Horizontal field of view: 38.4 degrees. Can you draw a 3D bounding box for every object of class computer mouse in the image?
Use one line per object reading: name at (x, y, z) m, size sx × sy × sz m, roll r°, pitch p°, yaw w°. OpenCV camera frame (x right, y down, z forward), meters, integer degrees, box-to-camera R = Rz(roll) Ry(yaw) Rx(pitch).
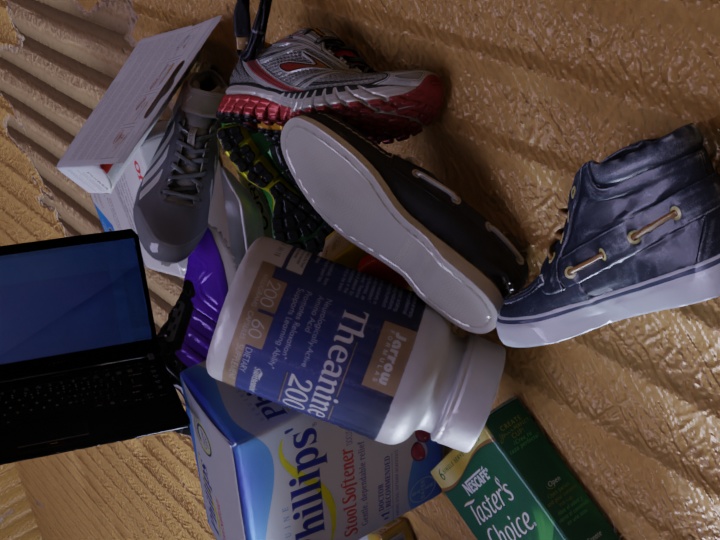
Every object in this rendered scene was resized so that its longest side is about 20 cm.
computer mouse at (-0.094, -0.257, 0.768) m, size 0.058 × 0.034 × 0.201 m, roll -7°, pitch 87°, yaw 55°

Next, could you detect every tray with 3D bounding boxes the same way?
tray at (-0.099, 0.012, 0.948) m, size 0.107 × 0.022 × 0.201 m, roll -128°, pitch 30°, yaw -61°

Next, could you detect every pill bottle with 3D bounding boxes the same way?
pill bottle at (-0.002, 0.059, 0.751) m, size 0.199 × 0.111 × 0.111 m, roll 20°, pitch 142°, yaw 1°

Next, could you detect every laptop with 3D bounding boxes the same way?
laptop at (-0.247, 0.056, 0.837) m, size 0.200 × 0.176 × 0.104 m, roll -135°, pitch 39°, yaw -61°

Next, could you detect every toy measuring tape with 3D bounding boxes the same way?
toy measuring tape at (0.000, 0.000, 0.823) m, size 0.200 × 0.073 × 0.074 m, roll -36°, pitch 81°, yaw 42°

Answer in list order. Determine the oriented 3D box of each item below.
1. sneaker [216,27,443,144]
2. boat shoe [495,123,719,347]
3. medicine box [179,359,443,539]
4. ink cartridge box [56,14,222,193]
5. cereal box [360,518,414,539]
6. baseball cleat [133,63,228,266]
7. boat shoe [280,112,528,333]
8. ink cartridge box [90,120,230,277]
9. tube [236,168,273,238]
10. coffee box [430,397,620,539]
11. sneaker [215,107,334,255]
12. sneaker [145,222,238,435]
sneaker at (-0.026, -0.143, 0.764) m, size 0.199 × 0.078 × 0.083 m, roll 11°, pitch 85°, yaw 37°
boat shoe at (0.141, -0.017, 0.613) m, size 0.200 × 0.071 × 0.091 m, roll -25°, pitch 90°, yaw 54°
medicine box at (-0.036, 0.142, 0.882) m, size 0.103 × 0.199 × 0.183 m, roll 40°, pitch 144°, yaw 43°
ink cartridge box at (-0.196, -0.149, 0.959) m, size 0.057 × 0.163 × 0.200 m, roll 39°, pitch 164°, yaw -33°
cereal box at (0.014, 0.335, 1.125) m, size 0.200 × 0.039 × 0.145 m, roll -15°, pitch 100°, yaw 61°
baseball cleat at (-0.160, -0.106, 0.936) m, size 0.107 × 0.069 × 0.201 m, roll 117°, pitch 161°, yaw -51°
boat shoe at (0.032, -0.043, 0.717) m, size 0.200 × 0.060 × 0.074 m, roll 40°, pitch 145°, yaw 5°
ink cartridge box at (-0.223, -0.083, 1.129) m, size 0.200 × 0.084 × 0.147 m, roll 11°, pitch 122°, yaw 54°
tube at (-0.083, -0.055, 0.966) m, size 0.058 × 0.052 × 0.201 m, roll -20°, pitch 89°, yaw 29°
coffee box at (0.143, 0.210, 0.809) m, size 0.200 × 0.044 × 0.123 m, roll 55°, pitch 150°, yaw 15°
sneaker at (-0.051, -0.068, 0.893) m, size 0.201 × 0.078 × 0.085 m, roll 62°, pitch -176°, yaw -8°
sneaker at (-0.153, 0.056, 0.940) m, size 0.070 × 0.099 × 0.201 m, roll 131°, pitch 128°, yaw -72°
